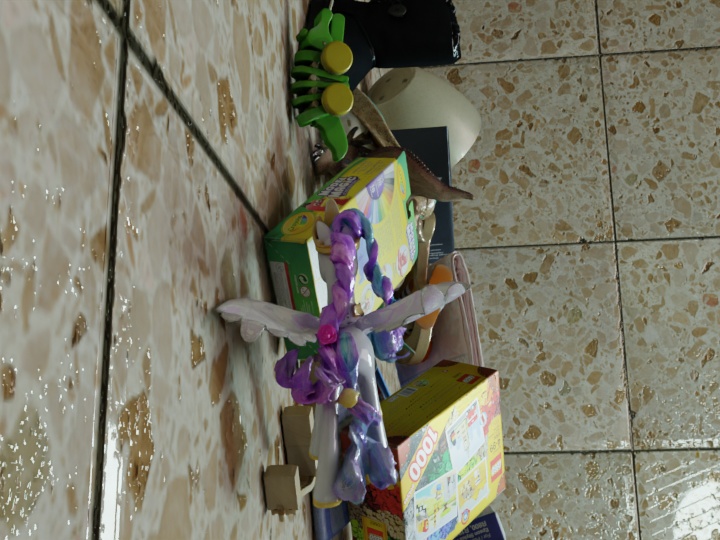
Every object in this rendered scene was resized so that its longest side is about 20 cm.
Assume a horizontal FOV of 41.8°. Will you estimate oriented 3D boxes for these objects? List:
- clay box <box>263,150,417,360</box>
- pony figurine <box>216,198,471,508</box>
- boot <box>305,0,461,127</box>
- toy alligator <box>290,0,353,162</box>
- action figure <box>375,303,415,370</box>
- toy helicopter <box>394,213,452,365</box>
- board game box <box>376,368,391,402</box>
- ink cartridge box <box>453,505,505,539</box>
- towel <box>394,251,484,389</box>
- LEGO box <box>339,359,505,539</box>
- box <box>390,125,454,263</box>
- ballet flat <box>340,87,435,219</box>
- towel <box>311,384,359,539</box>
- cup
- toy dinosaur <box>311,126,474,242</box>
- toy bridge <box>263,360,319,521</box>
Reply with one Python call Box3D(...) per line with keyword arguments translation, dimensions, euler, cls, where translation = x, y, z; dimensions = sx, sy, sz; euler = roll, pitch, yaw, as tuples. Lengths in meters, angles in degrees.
Box3D(translation=(-0.009, -0.020, 0.843), dimensions=(0.200, 0.047, 0.117), euler=(-47, 134, -51), cls="clay box")
Box3D(translation=(-0.013, 0.056, 0.671), dimensions=(0.193, 0.163, 0.204), euler=(-118, -155, -81), cls="pony figurine")
Box3D(translation=(0.025, -0.235, 1.008), dimensions=(0.077, 0.165, 0.202), euler=(81, 10, -45), cls="boot")
Box3D(translation=(-0.041, -0.206, 0.909), dimensions=(0.059, 0.053, 0.204), euler=(166, -76, -69), cls="toy alligator")
Box3D(translation=(-0.015, 0.036, 0.946), dimensions=(0.201, 0.116, 0.055), euler=(-98, -153, -68), cls="action figure")
Box3D(translation=(0.072, 0.018, 1.190), dimensions=(0.132, 0.078, 0.204), euler=(157, -58, -68), cls="toy helicopter")
Box3D(translation=(0.014, 0.163, 1.289), dimensions=(0.201, 0.038, 0.159), euler=(65, 1, -53), cls="board game box")
Box3D(translation=(0.072, 0.329, 1.102), dimensions=(0.200, 0.196, 0.041), euler=(65, 4, -78), cls="ink cartridge box")
Box3D(translation=(0.094, 0.096, 1.256), dimensions=(0.200, 0.032, 0.195), euler=(-36, -121, 59), cls="towel")
Box3D(translation=(0.072, 0.205, 1.008), dimensions=(0.199, 0.076, 0.152), euler=(-27, 116, -48), cls="LEGO box")
Box3D(translation=(0.058, -0.099, 1.336), dimensions=(0.201, 0.145, 0.109), euler=(76, 13, -62), cls="box")
Box3D(translation=(0.009, -0.137, 1.083), dimensions=(0.201, 0.065, 0.071), euler=(51, -41, 14), cls="ballet flat")
Box3D(translation=(-0.016, 0.161, 0.978), dimensions=(0.146, 0.023, 0.204), euler=(-18, 106, -67), cls="towel")
Box3D(translation=(0.089, -0.266, 1.621), dimensions=(0.144, 0.198, 0.202), euler=(50, 27, -32), cls="cup")
Box3D(translation=(0.017, -0.096, 0.990), dimensions=(0.085, 0.197, 0.138), euler=(5, 79, -53), cls="toy dinosaur")
Box3D(translation=(-0.050, 0.149, 0.811), dimensions=(0.201, 0.027, 0.068), euler=(-75, 162, -65), cls="toy bridge")
